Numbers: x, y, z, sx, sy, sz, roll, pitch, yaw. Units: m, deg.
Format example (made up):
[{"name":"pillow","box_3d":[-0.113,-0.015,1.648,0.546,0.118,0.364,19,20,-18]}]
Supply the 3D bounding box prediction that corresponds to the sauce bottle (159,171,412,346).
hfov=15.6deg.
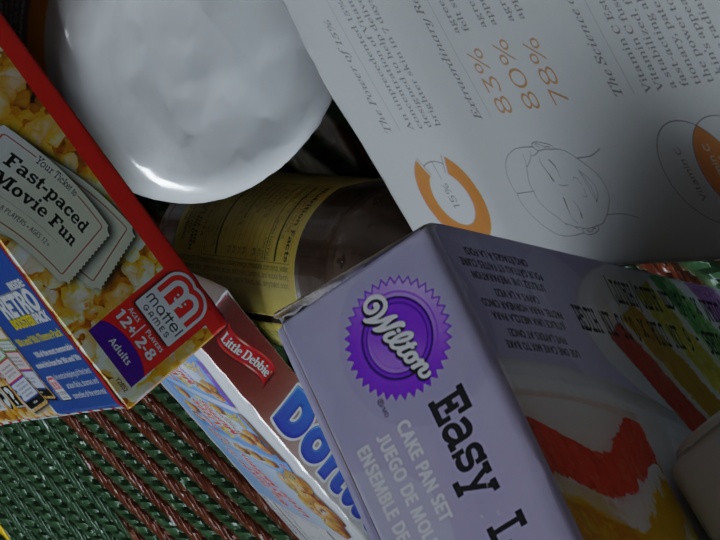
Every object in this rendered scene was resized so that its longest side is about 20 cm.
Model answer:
[{"name":"sauce bottle","box_3d":[0.000,0.000,0.907,0.200,0.065,0.065,10,131,56]}]

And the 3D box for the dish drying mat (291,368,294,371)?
[{"name":"dish drying mat","box_3d":[0.030,0.110,1.049,0.200,0.018,0.077,39,150,30]}]

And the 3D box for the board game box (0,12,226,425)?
[{"name":"board game box","box_3d":[-0.142,-0.043,0.844,0.200,0.046,0.151,54,157,-11]}]

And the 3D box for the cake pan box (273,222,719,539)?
[{"name":"cake pan box","box_3d":[0.082,0.087,0.611,0.052,0.200,0.185,-32,68,24]}]

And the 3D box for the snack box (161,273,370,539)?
[{"name":"snack box","box_3d":[-0.028,0.065,0.979,0.072,0.024,0.200,23,158,45]}]

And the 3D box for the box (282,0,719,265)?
[{"name":"box","box_3d":[0.073,-0.078,0.641,0.200,0.097,0.125,-4,119,61]}]

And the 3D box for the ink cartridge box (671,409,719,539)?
[{"name":"ink cartridge box","box_3d":[0.181,0.079,0.546,0.144,0.084,0.201,-41,69,24]}]

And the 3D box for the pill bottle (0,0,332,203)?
[{"name":"pill bottle","box_3d":[-0.102,-0.098,0.899,0.200,0.116,0.117,21,140,50]}]
